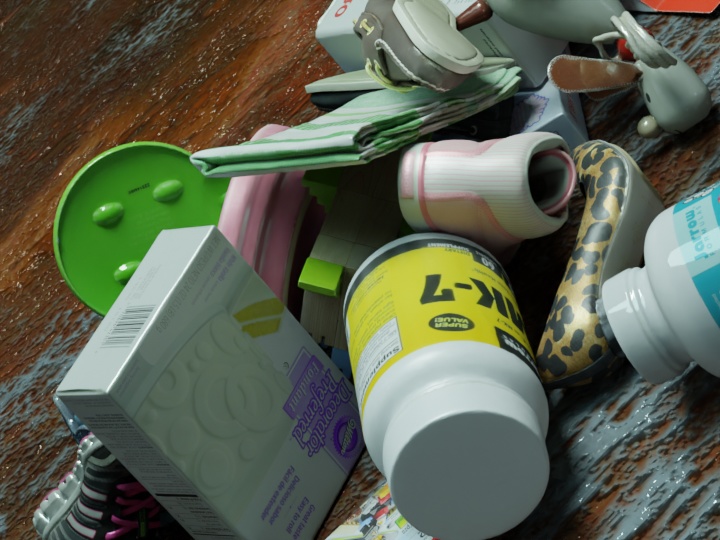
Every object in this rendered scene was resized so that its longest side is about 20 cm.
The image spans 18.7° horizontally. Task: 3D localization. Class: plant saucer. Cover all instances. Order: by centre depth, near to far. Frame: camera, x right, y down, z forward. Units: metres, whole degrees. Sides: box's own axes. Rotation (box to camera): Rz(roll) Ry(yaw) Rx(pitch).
[{"bbox_3d":[-0.057,-0.003,1.576,0.051,0.201,0.201,9,47,12],"label":"plant saucer"}]

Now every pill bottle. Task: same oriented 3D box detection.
[{"bbox_3d":[0.241,-0.008,1.259,0.200,0.111,0.111,-30,30,21],"label":"pill bottle"},{"bbox_3d":[0.054,0.071,1.346,0.114,0.114,0.200,-34,28,13],"label":"pill bottle"}]

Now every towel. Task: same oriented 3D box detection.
[{"bbox_3d":[0.000,-0.100,1.468,0.152,0.023,0.200,-5,14,38],"label":"towel"}]

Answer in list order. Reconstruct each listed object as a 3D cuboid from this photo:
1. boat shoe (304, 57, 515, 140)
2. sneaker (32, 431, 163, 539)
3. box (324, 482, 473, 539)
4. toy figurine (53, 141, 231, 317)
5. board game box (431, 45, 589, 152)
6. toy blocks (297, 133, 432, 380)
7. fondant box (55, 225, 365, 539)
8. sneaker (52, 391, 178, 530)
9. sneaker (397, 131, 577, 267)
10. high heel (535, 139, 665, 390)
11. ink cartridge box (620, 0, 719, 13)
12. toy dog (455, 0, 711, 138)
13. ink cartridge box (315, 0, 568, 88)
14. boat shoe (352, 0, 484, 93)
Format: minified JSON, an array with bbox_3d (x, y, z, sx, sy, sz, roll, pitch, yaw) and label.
[{"bbox_3d":[0.038,-0.119,1.631,0.199,0.066,0.074,-1,15,40],"label":"boat shoe"},{"bbox_3d":[-0.161,0.165,1.510,0.200,0.074,0.088,-49,60,44],"label":"sneaker"},{"bbox_3d":[-0.016,0.218,1.342,0.200,0.035,0.110,-43,28,-2],"label":"box"},{"bbox_3d":[-0.176,-0.053,1.852,0.199,0.151,0.184,-23,16,-12],"label":"toy figurine"},{"bbox_3d":[0.074,-0.107,1.680,0.199,0.041,0.200,-32,30,18],"label":"board game box"},{"bbox_3d":[0.000,0.000,1.531,0.100,0.137,0.200,14,42,6],"label":"toy blocks"},{"bbox_3d":[-0.089,0.089,1.439,0.058,0.200,0.144,-4,45,44],"label":"fondant box"},{"bbox_3d":[-0.171,0.125,1.602,0.079,0.096,0.200,-50,29,-15],"label":"sneaker"},{"bbox_3d":[0.102,-0.042,1.458,0.104,0.200,0.076,-4,78,18],"label":"sneaker"},{"bbox_3d":[0.139,-0.008,1.432,0.142,0.071,0.200,-40,31,4],"label":"high heel"},{"bbox_3d":[0.246,-0.272,1.692,0.160,0.047,0.200,-49,27,-13],"label":"ink cartridge box"},{"bbox_3d":[0.142,-0.159,1.520,0.096,0.132,0.200,-46,61,12],"label":"toy dog"},{"bbox_3d":[0.081,-0.213,1.686,0.200,0.084,0.144,1,50,51],"label":"ink cartridge box"},{"bbox_3d":[0.033,-0.152,1.480,0.060,0.072,0.200,-53,19,13],"label":"boat shoe"}]
